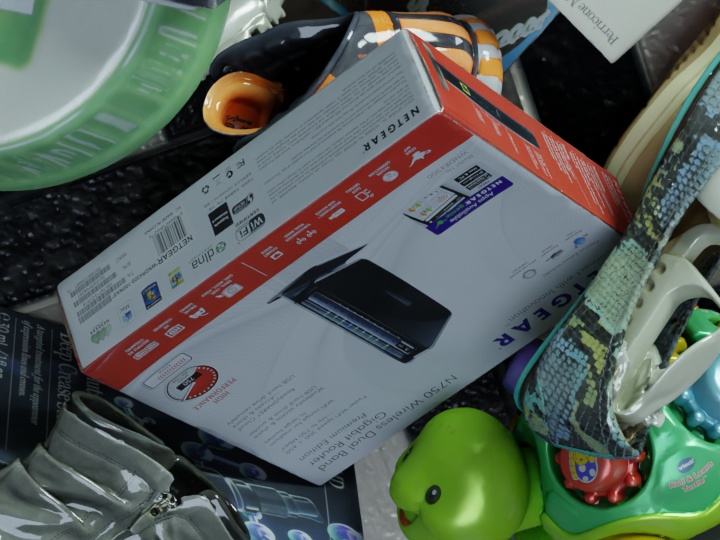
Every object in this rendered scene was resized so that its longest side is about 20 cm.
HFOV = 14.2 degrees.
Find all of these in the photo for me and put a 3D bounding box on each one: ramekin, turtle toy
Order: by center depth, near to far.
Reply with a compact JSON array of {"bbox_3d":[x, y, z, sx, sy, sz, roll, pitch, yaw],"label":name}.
[{"bbox_3d":[-0.159,-0.134,1.221,0.200,0.098,0.200,0,91,7],"label":"ramekin"},{"bbox_3d":[0.110,0.077,1.331,0.200,0.146,0.101,-30,126,-3],"label":"turtle toy"}]

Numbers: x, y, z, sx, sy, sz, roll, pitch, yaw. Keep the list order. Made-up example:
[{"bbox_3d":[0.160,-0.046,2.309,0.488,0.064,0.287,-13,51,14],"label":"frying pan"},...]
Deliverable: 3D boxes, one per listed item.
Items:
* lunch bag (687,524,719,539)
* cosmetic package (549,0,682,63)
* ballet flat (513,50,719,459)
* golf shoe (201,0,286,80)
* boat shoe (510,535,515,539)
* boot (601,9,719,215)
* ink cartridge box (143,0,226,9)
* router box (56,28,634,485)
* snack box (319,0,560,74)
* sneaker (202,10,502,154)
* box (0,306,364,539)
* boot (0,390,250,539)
[{"bbox_3d":[0.185,0.152,1.374,0.164,0.200,0.118,-21,120,2],"label":"lunch bag"},{"bbox_3d":[0.142,-0.198,1.234,0.200,0.073,0.104,-44,114,13],"label":"cosmetic package"},{"bbox_3d":[0.145,-0.004,1.255,0.074,0.074,0.200,30,89,-18],"label":"ballet flat"},{"bbox_3d":[-0.135,-0.114,1.294,0.200,0.078,0.097,-18,110,3],"label":"golf shoe"},{"bbox_3d":[0.082,0.196,1.465,0.071,0.069,0.200,-27,116,6],"label":"boat shoe"},{"bbox_3d":[0.207,-0.045,1.325,0.155,0.073,0.200,40,104,10],"label":"boot"},{"bbox_3d":[-0.030,-0.228,1.175,0.047,0.200,0.198,13,118,21],"label":"ink cartridge box"},{"bbox_3d":[0.000,0.000,1.271,0.200,0.049,0.179,-36,143,20],"label":"router box"},{"bbox_3d":[0.069,-0.180,1.296,0.116,0.037,0.200,35,108,-21],"label":"snack box"},{"bbox_3d":[-0.031,-0.052,1.297,0.112,0.078,0.200,6,137,-32],"label":"sneaker"},{"bbox_3d":[-0.109,0.119,1.366,0.200,0.148,0.107,19,113,-14],"label":"box"},{"bbox_3d":[-0.155,0.098,1.242,0.200,0.068,0.131,33,104,-26],"label":"boot"}]
